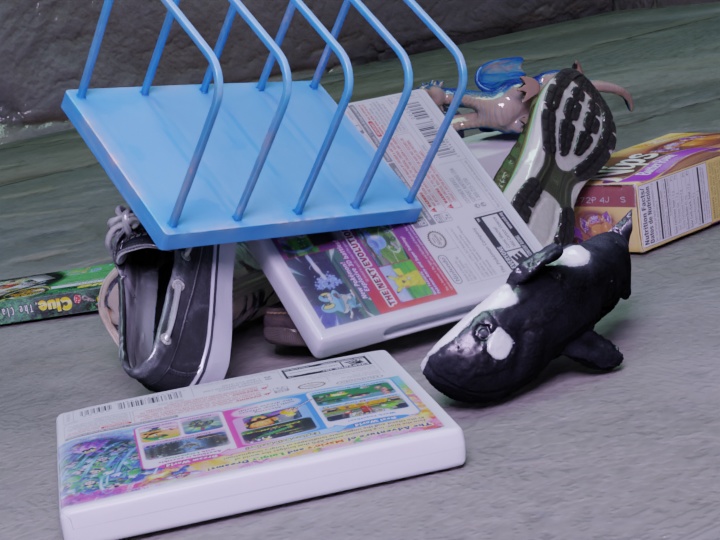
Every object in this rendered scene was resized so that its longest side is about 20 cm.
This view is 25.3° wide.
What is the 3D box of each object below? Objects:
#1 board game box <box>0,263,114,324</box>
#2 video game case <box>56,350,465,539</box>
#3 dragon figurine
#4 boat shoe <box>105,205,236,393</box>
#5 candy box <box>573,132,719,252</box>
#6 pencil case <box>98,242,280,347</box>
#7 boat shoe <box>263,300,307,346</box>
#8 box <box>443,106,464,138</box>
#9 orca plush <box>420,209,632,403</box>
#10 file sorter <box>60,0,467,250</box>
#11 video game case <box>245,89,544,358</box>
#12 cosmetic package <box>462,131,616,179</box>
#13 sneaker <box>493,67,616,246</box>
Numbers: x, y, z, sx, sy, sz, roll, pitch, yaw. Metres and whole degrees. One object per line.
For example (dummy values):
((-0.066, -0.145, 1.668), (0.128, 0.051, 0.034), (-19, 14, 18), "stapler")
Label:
((-0.269, 0.021, 1.349), (0.198, 0.024, 0.105), (-8, 9, 10), "board game box")
((-0.061, 0.089, 0.852), (0.198, 0.024, 0.182), (-11, 12, -9), "video game case")
((0.127, -0.139, 1.289), (0.199, 0.059, 0.099), (-19, 21, -37), "dragon figurine")
((-0.124, -0.014, 0.996), (0.073, 0.201, 0.068), (-22, -37, 34), "boat shoe")
((0.235, -0.065, 1.273), (0.199, 0.057, 0.116), (-18, 14, -40), "candy box")
((-0.096, 0.009, 1.128), (0.089, 0.078, 0.200), (-18, 5, 35), "pencil case")
((0.000, 0.000, 1.102), (0.074, 0.074, 0.200), (-1, 14, 36), "boat shoe")
((-0.012, -0.085, 1.449), (0.198, 0.105, 0.182), (-11, 11, -4), "box")
((0.119, 0.037, 0.922), (0.200, 0.071, 0.105), (-19, -30, -56), "orca plush")
((-0.054, -0.111, 0.989), (0.199, 0.123, 0.139), (-7, 46, -39), "file sorter")
((0.009, -0.038, 1.064), (0.181, 0.023, 0.201), (-14, 50, -25), "video game case")
((0.108, -0.067, 1.315), (0.199, 0.086, 0.107), (-18, 16, -35), "cosmetic package")
((0.123, -0.070, 1.195), (0.088, 0.077, 0.201), (-19, 35, 50), "sneaker")
